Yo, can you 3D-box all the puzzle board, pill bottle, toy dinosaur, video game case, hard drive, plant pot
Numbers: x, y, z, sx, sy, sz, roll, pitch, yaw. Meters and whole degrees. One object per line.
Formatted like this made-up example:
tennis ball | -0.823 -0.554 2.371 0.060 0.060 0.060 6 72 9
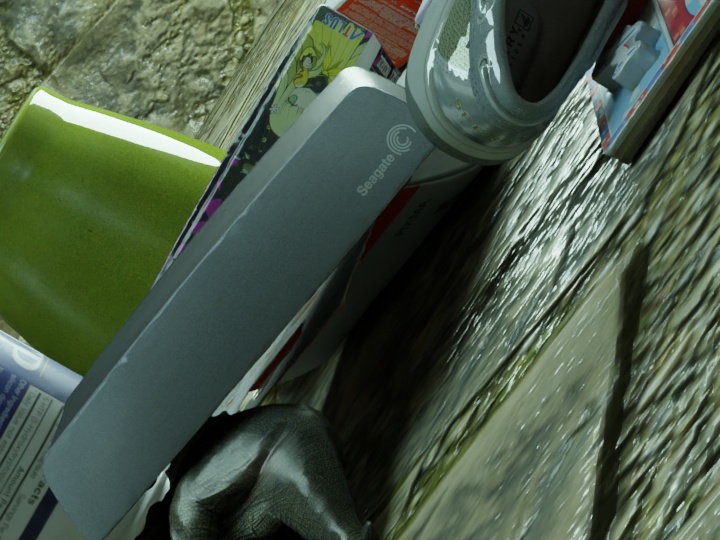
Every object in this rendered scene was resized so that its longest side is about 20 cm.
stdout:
puzzle board | 0.121 -0.129 0.795 0.151 0.017 0.200 -57 9 17
pill bottle | -0.182 0.100 1.158 0.120 0.200 0.120 -57 9 14
toy dinosaur | -0.043 0.086 0.824 0.200 0.077 0.102 133 159 -67
video game case | -0.038 -0.032 1.143 0.182 0.036 0.200 -59 -9 -1
hard drive | -0.047 0.006 0.864 0.200 0.042 0.135 -50 8 5
plant pot | -0.155 -0.014 1.426 0.201 0.193 0.200 -58 8 13

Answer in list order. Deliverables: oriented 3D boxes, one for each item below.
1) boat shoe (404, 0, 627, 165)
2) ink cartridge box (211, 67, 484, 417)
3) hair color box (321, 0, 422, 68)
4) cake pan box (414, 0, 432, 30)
boat shoe | 0.077 -0.133 0.787 0.202 0.074 0.065 -66 16 -17
ink cartridge box | 0.000 0.000 0.972 0.161 0.050 0.200 -51 14 43
hair color box | 0.034 -0.189 1.364 0.111 0.064 0.200 -62 10 -9
cake pan box | 0.105 -0.216 1.082 0.184 0.052 0.200 -51 12 35
